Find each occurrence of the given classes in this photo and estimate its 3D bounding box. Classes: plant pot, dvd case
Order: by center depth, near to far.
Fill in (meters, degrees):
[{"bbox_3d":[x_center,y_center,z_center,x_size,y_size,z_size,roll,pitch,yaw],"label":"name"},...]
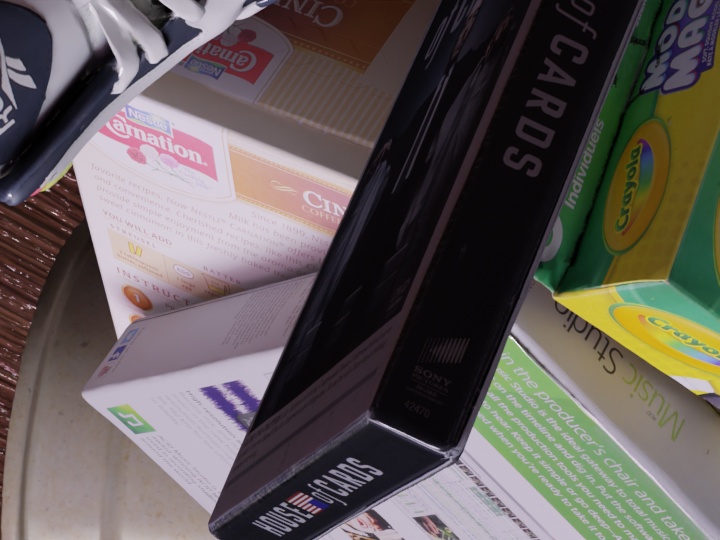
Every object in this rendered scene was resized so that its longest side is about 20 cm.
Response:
[{"bbox_3d":[0.028,-0.036,0.604,0.025,0.200,0.150,26,160,-8],"label":"dvd case"},{"bbox_3d":[-0.020,0.082,1.030,0.183,0.201,0.200,4,157,12],"label":"plant pot"}]

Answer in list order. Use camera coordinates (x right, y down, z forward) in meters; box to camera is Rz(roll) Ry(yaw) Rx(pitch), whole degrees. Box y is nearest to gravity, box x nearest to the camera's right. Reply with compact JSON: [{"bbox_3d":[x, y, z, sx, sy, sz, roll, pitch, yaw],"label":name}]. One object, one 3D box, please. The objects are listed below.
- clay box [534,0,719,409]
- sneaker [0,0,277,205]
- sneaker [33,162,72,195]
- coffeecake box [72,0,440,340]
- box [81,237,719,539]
[{"bbox_3d":[0.130,-0.011,0.694,0.200,0.115,0.048,33,157,-31],"label":"clay box"},{"bbox_3d":[-0.063,-0.071,0.637,0.199,0.130,0.080,-17,117,31],"label":"sneaker"},{"bbox_3d":[-0.103,-0.084,0.782,0.078,0.090,0.200,18,159,14],"label":"sneaker"},{"bbox_3d":[0.000,0.000,0.809,0.153,0.073,0.200,22,149,20],"label":"coffeecake box"},{"bbox_3d":[0.025,0.058,0.764,0.144,0.036,0.200,46,149,-22],"label":"box"}]
